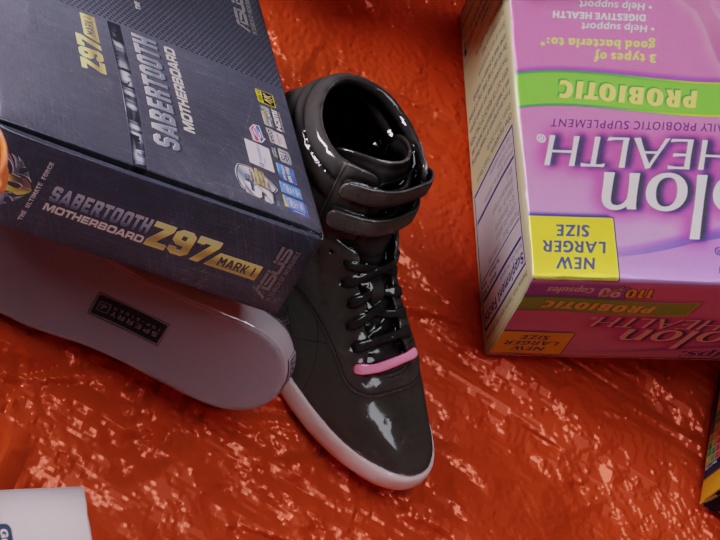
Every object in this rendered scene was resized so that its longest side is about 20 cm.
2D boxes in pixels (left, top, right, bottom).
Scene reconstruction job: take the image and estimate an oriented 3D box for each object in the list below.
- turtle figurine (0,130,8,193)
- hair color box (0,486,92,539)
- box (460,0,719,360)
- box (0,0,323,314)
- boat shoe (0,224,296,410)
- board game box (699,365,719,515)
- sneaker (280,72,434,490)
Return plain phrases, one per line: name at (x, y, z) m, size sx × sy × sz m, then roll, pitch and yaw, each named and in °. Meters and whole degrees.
turtle figurine at (-0.178, -0.059, 1.002) m, size 0.064 × 0.201 × 0.161 m, roll -8°, pitch 33°, yaw -33°
hair color box at (-0.200, 0.145, 1.011) m, size 0.199 × 0.060 × 0.101 m, roll 0°, pitch 66°, yaw -33°
box at (0.150, -0.064, 1.287) m, size 0.175 × 0.097 × 0.201 m, roll 2°, pitch 66°, yaw -11°
box at (-0.108, -0.080, 1.134) m, size 0.157 × 0.051 × 0.201 m, roll 19°, pitch 31°, yaw -25°
boat shoe at (-0.114, -0.010, 1.144) m, size 0.199 × 0.070 × 0.066 m, roll 27°, pitch 33°, yaw -13°
board game box at (0.283, 0.085, 1.366) m, size 0.199 × 0.057 × 0.166 m, roll 28°, pitch 54°, yaw -20°
sneaker at (0.000, 0.000, 1.189) m, size 0.070 × 0.099 × 0.201 m, roll -15°, pitch 79°, yaw -39°
